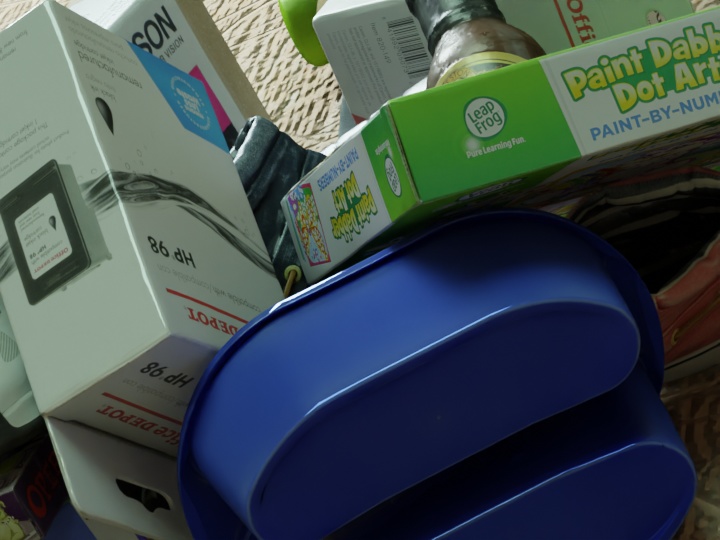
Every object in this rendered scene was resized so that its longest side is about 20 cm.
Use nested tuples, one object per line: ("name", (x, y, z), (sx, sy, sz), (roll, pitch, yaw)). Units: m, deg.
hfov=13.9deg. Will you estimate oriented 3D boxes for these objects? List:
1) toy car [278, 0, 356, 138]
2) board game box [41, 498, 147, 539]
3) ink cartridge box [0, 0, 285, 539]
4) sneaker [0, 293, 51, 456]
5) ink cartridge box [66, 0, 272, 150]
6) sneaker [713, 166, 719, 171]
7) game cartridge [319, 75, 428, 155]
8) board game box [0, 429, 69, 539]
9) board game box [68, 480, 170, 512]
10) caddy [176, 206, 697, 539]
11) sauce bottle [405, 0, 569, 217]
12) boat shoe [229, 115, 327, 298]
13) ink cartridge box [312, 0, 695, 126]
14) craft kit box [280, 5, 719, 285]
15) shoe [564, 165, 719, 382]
("toy car", (0.028, -0.138, 1.636), (0.163, 0.158, 0.201), (-23, 50, 15))
("board game box", (-0.182, 0.168, 1.165), (0.200, 0.045, 0.134), (-37, 0, -27))
("ink cartridge box", (-0.086, 0.005, 1.168), (0.067, 0.116, 0.201), (-32, 62, 20))
("sneaker", (-0.169, 0.004, 1.181), (0.075, 0.116, 0.201), (-26, 18, 10))
("ink cartridge box", (-0.117, -0.033, 1.450), (0.075, 0.165, 0.200), (-16, 24, 35))
("sneaker", (0.137, -0.053, 1.380), (0.199, 0.075, 0.083), (-22, -16, 32))
("game cartridge", (0.000, 0.000, 1.369), (0.129, 0.038, 0.200), (-38, 28, 19))
("board game box", (-0.154, 0.069, 1.217), (0.120, 0.032, 0.200), (-26, 17, 23))
("board game box", (-0.150, 0.064, 1.331), (0.199, 0.136, 0.028), (-17, -16, 23))
("caddy", (0.029, 0.063, 1.116), (0.199, 0.142, 0.105), (-26, 25, -5))
("sauce bottle", (0.066, -0.063, 1.339), (0.064, 0.065, 0.201), (-24, 54, 2))
("boat shoe", (-0.055, 0.033, 1.250), (0.201, 0.091, 0.071), (-63, 9, -27))
("ink cartridge box", (0.091, -0.109, 1.468), (0.199, 0.117, 0.068), (-10, 26, 32))
("craft kit box", (0.084, -0.054, 1.164), (0.199, 0.049, 0.198), (-17, -8, -14))
("shoe", (0.070, 0.024, 1.199), (0.199, 0.091, 0.072), (-24, 59, -4))
